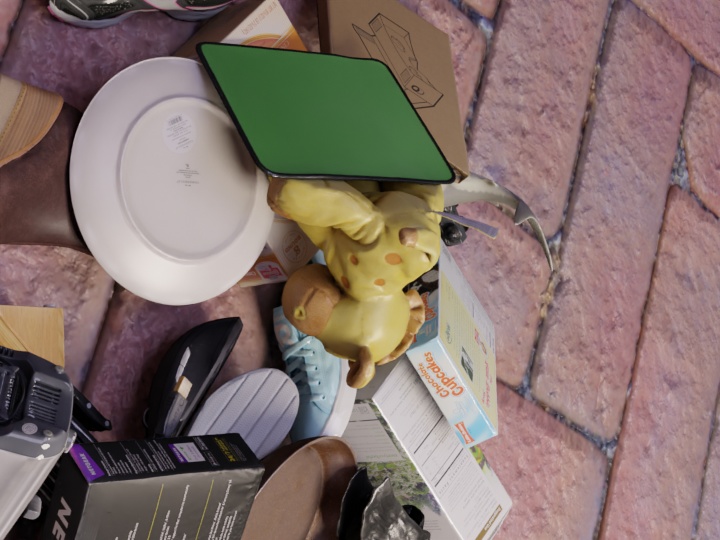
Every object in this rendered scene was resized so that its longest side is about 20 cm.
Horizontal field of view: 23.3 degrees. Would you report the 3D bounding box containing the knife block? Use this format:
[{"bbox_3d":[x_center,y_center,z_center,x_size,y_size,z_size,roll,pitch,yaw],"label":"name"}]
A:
[{"bbox_3d":[-0.279,0.113,1.305,0.200,0.064,0.176,6,80,-44],"label":"knife block"}]

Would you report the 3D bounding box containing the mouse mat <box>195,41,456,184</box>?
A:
[{"bbox_3d":[-0.028,-0.130,1.444,0.199,0.008,0.161,2,46,-36],"label":"mouse mat"}]

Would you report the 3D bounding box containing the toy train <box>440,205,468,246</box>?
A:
[{"bbox_3d":[0.052,-0.114,1.677,0.034,0.046,0.201,-44,117,-57],"label":"toy train"}]

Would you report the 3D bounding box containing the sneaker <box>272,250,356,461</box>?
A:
[{"bbox_3d":[-0.050,0.068,1.541,0.082,0.074,0.201,23,60,-31],"label":"sneaker"}]

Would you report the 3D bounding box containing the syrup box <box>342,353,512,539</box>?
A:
[{"bbox_3d":[0.051,0.170,1.612,0.081,0.079,0.200,-50,118,-37],"label":"syrup box"}]

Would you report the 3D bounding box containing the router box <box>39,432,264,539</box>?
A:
[{"bbox_3d":[-0.170,0.220,1.319,0.149,0.051,0.201,0,121,-36],"label":"router box"}]

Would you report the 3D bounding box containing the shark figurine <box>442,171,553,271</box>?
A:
[{"bbox_3d":[0.076,-0.056,1.631,0.128,0.214,0.090,-78,166,-46],"label":"shark figurine"}]

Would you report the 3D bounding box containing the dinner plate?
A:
[{"bbox_3d":[-0.142,-0.073,1.402,0.200,0.024,0.201,3,86,-40],"label":"dinner plate"}]

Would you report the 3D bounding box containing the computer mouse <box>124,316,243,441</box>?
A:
[{"bbox_3d":[-0.153,0.098,1.398,0.046,0.141,0.200,29,62,1],"label":"computer mouse"}]

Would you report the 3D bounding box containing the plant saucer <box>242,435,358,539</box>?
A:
[{"bbox_3d":[-0.073,0.223,1.461,0.200,0.034,0.201,-41,145,-37],"label":"plant saucer"}]

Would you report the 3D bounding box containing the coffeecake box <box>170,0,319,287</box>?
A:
[{"bbox_3d":[-0.090,-0.112,1.516,0.154,0.073,0.200,-49,118,-37],"label":"coffeecake box"}]

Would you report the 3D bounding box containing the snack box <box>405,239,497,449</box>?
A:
[{"bbox_3d":[0.085,0.063,1.619,0.116,0.037,0.200,58,17,-22],"label":"snack box"}]

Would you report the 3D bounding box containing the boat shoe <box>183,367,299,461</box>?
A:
[{"bbox_3d":[-0.129,0.160,1.446,0.072,0.071,0.200,43,60,-1],"label":"boat shoe"}]

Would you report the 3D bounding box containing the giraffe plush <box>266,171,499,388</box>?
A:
[{"bbox_3d":[0.000,0.000,1.451,0.172,0.200,0.163,-22,136,-57],"label":"giraffe plush"}]

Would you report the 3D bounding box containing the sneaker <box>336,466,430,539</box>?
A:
[{"bbox_3d":[0.033,0.258,1.557,0.104,0.060,0.200,-56,136,-8],"label":"sneaker"}]

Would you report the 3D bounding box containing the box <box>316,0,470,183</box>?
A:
[{"bbox_3d":[0.028,-0.187,1.603,0.163,0.021,0.200,29,36,-30],"label":"box"}]

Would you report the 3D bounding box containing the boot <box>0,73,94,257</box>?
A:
[{"bbox_3d":[-0.245,-0.040,1.353,0.166,0.072,0.201,34,59,-34],"label":"boot"}]

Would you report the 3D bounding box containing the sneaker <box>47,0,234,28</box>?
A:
[{"bbox_3d":[-0.169,-0.251,1.448,0.200,0.086,0.081,-14,93,-44],"label":"sneaker"}]

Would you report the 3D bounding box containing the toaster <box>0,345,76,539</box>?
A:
[{"bbox_3d":[-0.304,0.112,1.201,0.199,0.129,0.114,21,26,-16],"label":"toaster"}]
